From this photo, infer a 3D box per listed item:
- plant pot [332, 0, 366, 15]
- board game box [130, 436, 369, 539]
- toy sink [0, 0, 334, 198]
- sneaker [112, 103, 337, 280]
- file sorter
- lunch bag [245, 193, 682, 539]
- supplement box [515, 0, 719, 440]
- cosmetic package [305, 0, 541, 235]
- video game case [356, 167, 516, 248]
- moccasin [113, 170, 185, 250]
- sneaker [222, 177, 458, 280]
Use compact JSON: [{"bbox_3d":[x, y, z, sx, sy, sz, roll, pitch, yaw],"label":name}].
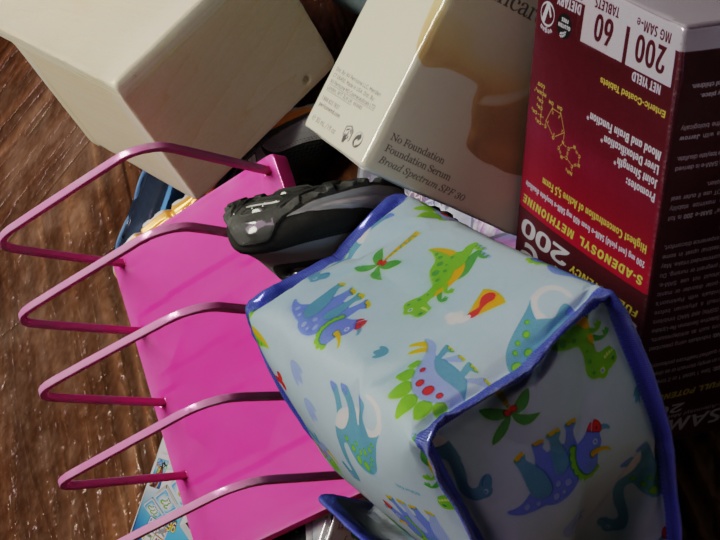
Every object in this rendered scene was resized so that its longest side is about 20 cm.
[{"bbox_3d":[-0.010,-0.270,0.953,0.197,0.196,0.200,-63,11,-16],"label":"plant pot"},{"bbox_3d":[-0.065,0.136,0.945,0.200,0.035,0.127,6,75,53],"label":"board game box"},{"bbox_3d":[-0.136,-0.149,1.007,0.130,0.112,0.200,-47,42,-15],"label":"toy sink"},{"bbox_3d":[-0.073,-0.034,1.030,0.200,0.078,0.077,-43,71,21],"label":"sneaker"},{"bbox_3d":[-0.099,0.049,0.848,0.139,0.125,0.200,-29,70,30],"label":"file sorter"},{"bbox_3d":[0.056,0.088,0.700,0.127,0.200,0.170,-37,33,-13],"label":"lunch bag"},{"bbox_3d":[0.124,-0.033,0.703,0.109,0.061,0.200,42,137,53],"label":"supplement box"},{"bbox_3d":[0.069,-0.130,0.741,0.200,0.105,0.071,-64,32,9],"label":"cosmetic package"},{"bbox_3d":[0.066,-0.050,0.899,0.200,0.019,0.143,-17,58,45],"label":"video game case"},{"bbox_3d":[-0.130,-0.083,1.106,0.068,0.080,0.200,31,95,42],"label":"moccasin"},{"bbox_3d":[0.000,0.000,0.791,0.074,0.200,0.080,-7,78,27],"label":"sneaker"}]
